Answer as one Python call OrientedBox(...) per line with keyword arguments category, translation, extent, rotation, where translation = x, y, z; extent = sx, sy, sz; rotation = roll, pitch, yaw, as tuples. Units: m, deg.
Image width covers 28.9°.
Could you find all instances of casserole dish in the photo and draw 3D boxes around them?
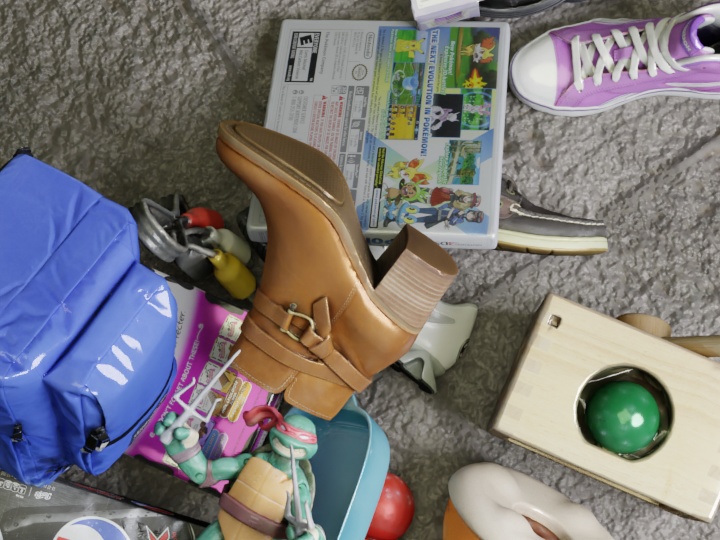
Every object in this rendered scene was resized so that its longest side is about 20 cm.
OrientedBox(category="casserole dish", translation=(-0.038, 0.184, 1.020), extent=(0.039, 0.121, 0.201), rotation=(30, 73, -35))

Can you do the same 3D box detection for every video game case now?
OrientedBox(category="video game case", translation=(0.017, -0.107, 1.052), extent=(0.182, 0.022, 0.201), rotation=(2, 59, 8))

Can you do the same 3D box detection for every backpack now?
OrientedBox(category="backpack", translation=(-0.212, 0.058, 0.932), extent=(0.168, 0.200, 0.163), rotation=(35, 59, 10))

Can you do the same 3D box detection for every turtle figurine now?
OrientedBox(category="turtle figurine", translation=(-0.076, 0.167, 0.960), extent=(0.149, 0.101, 0.201), rotation=(24, 91, 31))

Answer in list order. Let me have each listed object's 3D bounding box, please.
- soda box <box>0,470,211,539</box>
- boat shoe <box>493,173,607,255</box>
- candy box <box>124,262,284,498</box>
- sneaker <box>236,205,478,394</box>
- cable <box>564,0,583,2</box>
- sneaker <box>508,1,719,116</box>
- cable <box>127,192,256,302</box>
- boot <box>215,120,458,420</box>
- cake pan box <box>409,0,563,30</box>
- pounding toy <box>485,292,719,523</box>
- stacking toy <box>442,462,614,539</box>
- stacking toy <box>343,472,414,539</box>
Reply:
OrientedBox(category="soda box", translation=(-0.195, 0.192, 1.019), extent=(0.199, 0.071, 0.064), rotation=(19, 82, -12))
OrientedBox(category="boat shoe", translation=(0.090, -0.050, 1.058), extent=(0.199, 0.073, 0.065), rotation=(8, 89, 5))
OrientedBox(category="candy box", translation=(-0.158, 0.072, 1.065), extent=(0.199, 0.061, 0.137), rotation=(24, 85, 6))
OrientedBox(category="sneaker", translation=(0.000, 0.000, 1.062), extent=(0.200, 0.074, 0.089), rotation=(37, 82, 0))
OrientedBox(category="cable", translation=(0.190, -0.305, 1.094), extent=(0.199, 0.051, 0.164), rotation=(-25, 82, 0))
OrientedBox(category="sneaker", translation=(0.211, -0.167, 1.044), extent=(0.200, 0.114, 0.073), rotation=(-7, 84, 4))
OrientedBox(category="cable", translation=(-0.124, -0.034, 1.009), extent=(0.050, 0.200, 0.097), rotation=(-30, 74, 0))
OrientedBox(category="boot", translation=(-0.050, 0.002, 0.982), extent=(0.200, 0.077, 0.155), rotation=(34, 113, -12))
OrientedBox(category="cake pan box", translation=(0.107, -0.294, 1.057), extent=(0.184, 0.052, 0.201), rotation=(-15, 87, 7))
OrientedBox(category="pounding toy", translation=(0.200, 0.082, 0.969), extent=(0.184, 0.200, 0.143), rotation=(23, 85, 6))
OrientedBox(category="stacking toy", translation=(0.088, 0.254, 1.013), extent=(0.146, 0.146, 0.200), rotation=(31, 105, 7))
OrientedBox(category="stacking toy", translation=(-0.009, 0.246, 1.029), extent=(0.085, 0.085, 0.201), rotation=(13, 78, 5))
